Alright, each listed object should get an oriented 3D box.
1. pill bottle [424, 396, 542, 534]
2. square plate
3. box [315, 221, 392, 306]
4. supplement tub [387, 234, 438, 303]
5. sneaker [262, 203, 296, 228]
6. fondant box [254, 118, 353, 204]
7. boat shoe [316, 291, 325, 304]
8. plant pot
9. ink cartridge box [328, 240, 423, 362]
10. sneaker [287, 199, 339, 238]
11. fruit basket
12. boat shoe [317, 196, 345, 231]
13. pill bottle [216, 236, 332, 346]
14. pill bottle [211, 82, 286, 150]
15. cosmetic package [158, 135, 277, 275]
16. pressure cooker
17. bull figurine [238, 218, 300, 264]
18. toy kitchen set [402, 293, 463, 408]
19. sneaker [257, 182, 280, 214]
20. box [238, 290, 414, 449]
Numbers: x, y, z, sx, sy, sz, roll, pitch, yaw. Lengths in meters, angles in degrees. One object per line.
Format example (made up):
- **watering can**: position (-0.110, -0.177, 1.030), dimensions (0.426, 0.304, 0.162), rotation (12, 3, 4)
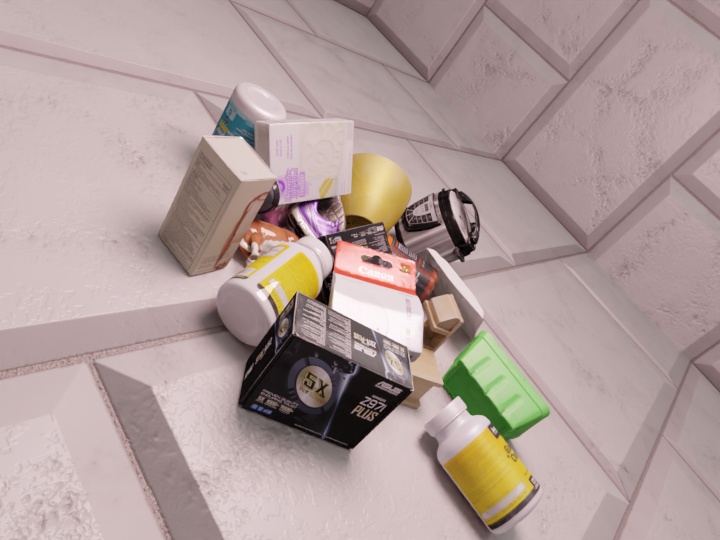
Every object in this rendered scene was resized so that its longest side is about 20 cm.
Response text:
- **pill bottle**: position (0.198, 0.318, 0.879), dimensions (0.201, 0.112, 0.111), rotation (51, 31, 17)
- **square plate**: position (0.217, 0.055, 1.216), dimensions (0.201, 0.028, 0.199), rotation (54, -8, 20)
- **box**: position (0.000, 0.000, 1.013), dimensions (0.199, 0.043, 0.164), rotation (-20, 94, -54)
- **supplement tub**: position (0.068, -0.010, 1.163), dimensions (0.198, 0.107, 0.108), rotation (35, 30, -8)
- **sneaker**: position (-0.175, -0.149, 1.102), dimensions (0.087, 0.081, 0.201), rotation (32, 25, -4)
- **fondant box**: position (-0.105, -0.212, 1.009), dimensions (0.197, 0.148, 0.058), rotation (-15, 27, -38)
- **boat shoe**: position (-0.075, 0.093, 0.896), dimensions (0.075, 0.072, 0.202), rotation (25, 33, -24)
- **plant pot**: position (0.011, -0.148, 1.227), dimensions (0.198, 0.200, 0.144), rotation (30, 54, -17)
- **ink cartridge box**: position (0.028, 0.039, 0.885), dimensions (0.159, 0.057, 0.204), rotation (15, 59, -13)
- **sneaker**: position (-0.061, -0.054, 1.043), dimensions (0.202, 0.083, 0.080), rotation (58, -16, -10)
- **fruit basket**: position (0.286, 0.234, 1.078), dimensions (0.211, 0.157, 0.219), rotation (14, 48, -16)
- **boat shoe**: position (-0.073, -0.121, 1.140), dimensions (0.074, 0.072, 0.205), rotation (4, 70, -9)
- **pill bottle**: position (-0.129, 0.023, 0.853), dimensions (0.111, 0.112, 0.200), rotation (42, 42, 4)
- **pill bottle**: position (-0.236, -0.255, 1.037), dimensions (0.109, 0.201, 0.112), rotation (27, 32, -19)
- **cosmetic package**: position (-0.231, -0.102, 0.841), dimensions (0.104, 0.201, 0.087), rotation (48, 32, 15)
- **pressure cooker**: position (0.202, -0.105, 1.311), dimensions (0.179, 0.197, 0.178), rotation (65, 24, -6)
- **bull figurine**: position (-0.182, -0.048, 0.967), dimensions (0.197, 0.065, 0.123), rotation (11, 44, -39)
- **toy kitchen set**: position (0.069, 0.103, 0.960), dimensions (0.178, 0.164, 0.202), rotation (22, 34, -28)
- **sneaker**: position (-0.232, -0.134, 0.950), dimensions (0.197, 0.076, 0.087), rotation (7, 20, 40)
- **box**: position (-0.049, 0.151, 0.758), dimensions (0.197, 0.164, 0.087), rotation (28, 31, -21)
